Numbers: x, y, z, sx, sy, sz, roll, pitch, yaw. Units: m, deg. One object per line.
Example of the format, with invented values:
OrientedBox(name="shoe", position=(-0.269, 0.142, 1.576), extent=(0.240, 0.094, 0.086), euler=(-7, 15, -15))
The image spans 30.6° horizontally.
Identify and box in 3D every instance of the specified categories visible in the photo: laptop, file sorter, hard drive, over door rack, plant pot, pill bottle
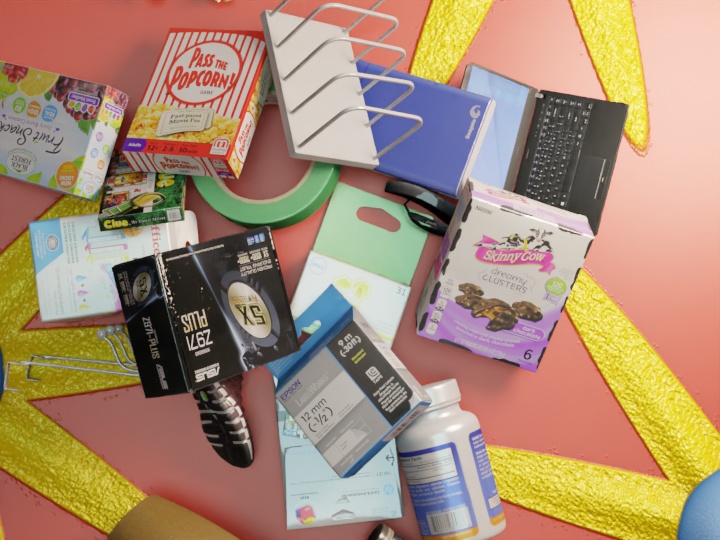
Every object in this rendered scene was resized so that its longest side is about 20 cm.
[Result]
OrientedBox(name="laptop", position=(0.221, -0.157, 1.698), extent=(0.198, 0.103, 0.179), euler=(14, 88, 27))
OrientedBox(name="file sorter", position=(-0.019, -0.249, 1.632), extent=(0.138, 0.124, 0.202), euler=(4, 66, -40))
OrientedBox(name="hard drive", position=(0.061, -0.184, 1.701), extent=(0.198, 0.025, 0.133), euler=(20, 88, 24))
OrientedBox(name="over door rack", position=(-0.340, 0.105, 1.662), extent=(0.197, 0.148, 0.067), euler=(-6, 90, -2))
OrientedBox(name="plant pot", position=(-0.221, 0.383, 1.650), extent=(0.200, 0.186, 0.187), euler=(42, 88, 13))
OrientedBox(name="pill bottle", position=(0.109, 0.246, 1.681), extent=(0.111, 0.112, 0.202), euler=(-15, 87, -1))

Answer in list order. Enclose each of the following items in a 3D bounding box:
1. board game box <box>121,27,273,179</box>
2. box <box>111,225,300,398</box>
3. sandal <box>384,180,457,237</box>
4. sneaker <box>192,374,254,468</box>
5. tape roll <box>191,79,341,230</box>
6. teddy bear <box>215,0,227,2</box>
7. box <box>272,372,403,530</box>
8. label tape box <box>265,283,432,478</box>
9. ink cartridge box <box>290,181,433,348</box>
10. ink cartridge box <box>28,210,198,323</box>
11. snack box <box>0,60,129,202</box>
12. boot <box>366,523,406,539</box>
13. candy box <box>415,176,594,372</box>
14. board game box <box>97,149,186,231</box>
OrientedBox(name="board game box", position=(-0.199, -0.214, 1.666), extent=(0.150, 0.046, 0.202), euler=(5, 61, 20))
OrientedBox(name="box", position=(-0.183, 0.048, 1.593), extent=(0.086, 0.199, 0.166), euler=(-12, 93, 41))
OrientedBox(name="sandal", position=(0.117, -0.059, 1.708), extent=(0.199, 0.076, 0.043), euler=(29, 88, -2))
OrientedBox(name="sneaker", position=(-0.160, 0.148, 1.704), extent=(0.115, 0.075, 0.202), euler=(-42, 121, -41))
OrientedBox(name="tape roll", position=(-0.123, -0.155, 1.707), extent=(0.198, 0.048, 0.203), euler=(-1, 81, 9))
OrientedBox(name="teddy bear", position=(-0.242, -0.428, 1.734), extent=(0.197, 0.067, 0.147), euler=(3, 97, -7))
OrientedBox(name="box", position=(-0.029, 0.227, 1.715), extent=(0.154, 0.041, 0.203), euler=(-6, 87, 0))
OrientedBox(name="label tape box", position=(-0.029, 0.136, 1.642), extent=(0.143, 0.066, 0.200), euler=(-43, 76, 10))
OrientedBox(name="ink cartridge box", position=(0.000, 0.000, 1.722), extent=(0.144, 0.048, 0.202), euler=(20, 89, 0))
OrientedBox(name="ink cartridge box", position=(-0.304, -0.010, 1.678), extent=(0.197, 0.125, 0.130), euler=(-8, 88, -1))
OrientedBox(name="snack box", position=(-0.403, -0.179, 1.680), extent=(0.198, 0.053, 0.144), euler=(15, 88, 29))
OrientedBox(name="boot", position=(0.044, 0.440, 1.687), extent=(0.149, 0.073, 0.202), euler=(26, 97, -5))
OrientedBox(name="candy box", position=(0.179, 0.006, 1.665), extent=(0.166, 0.072, 0.202), euler=(17, 113, -7))
OrientedBox(name="board game box", position=(-0.270, -0.109, 1.655), extent=(0.103, 0.201, 0.024), euler=(-6, 119, -3))
